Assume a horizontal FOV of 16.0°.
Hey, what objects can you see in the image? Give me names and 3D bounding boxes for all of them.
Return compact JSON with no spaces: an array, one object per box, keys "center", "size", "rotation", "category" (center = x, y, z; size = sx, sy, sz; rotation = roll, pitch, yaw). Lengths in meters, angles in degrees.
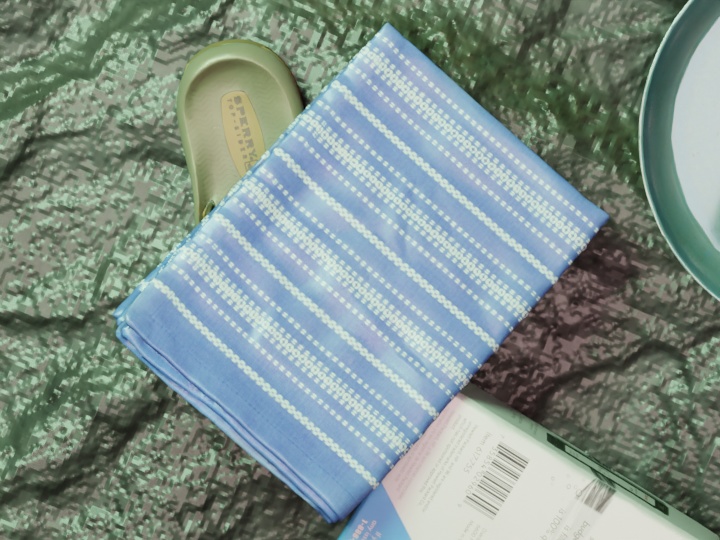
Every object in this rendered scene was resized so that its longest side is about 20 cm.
[{"center":[0.094,0.149,1.226],"size":[0.200,0.068,0.116],"rotation":[32,96,3],"category":"ink cartridge box"},{"center":[-0.038,-0.013,1.222],"size":[0.080,0.054,0.200],"rotation":[-18,97,1],"category":"sandal"},{"center":[0.232,-0.066,1.233],"size":[0.200,0.027,0.200],"rotation":[0,97,-1],"category":"plant saucer"},{"center":[0.000,0.000,1.188],"size":[0.145,0.024,0.200],"rotation":[42,79,2],"category":"towel"}]
